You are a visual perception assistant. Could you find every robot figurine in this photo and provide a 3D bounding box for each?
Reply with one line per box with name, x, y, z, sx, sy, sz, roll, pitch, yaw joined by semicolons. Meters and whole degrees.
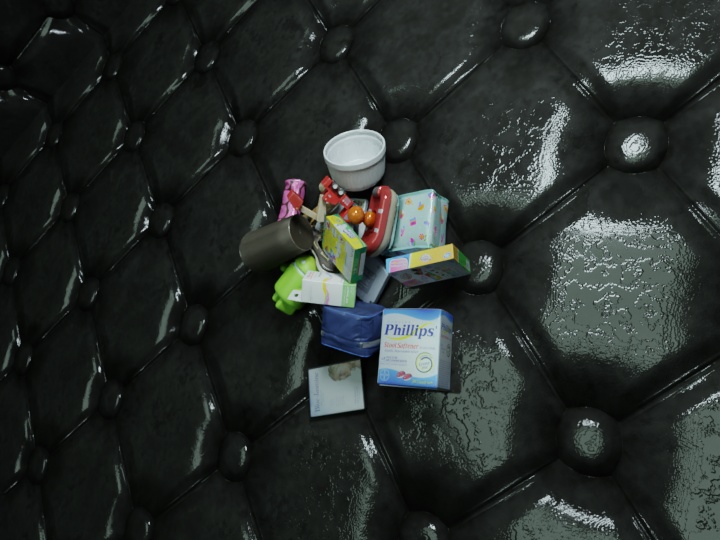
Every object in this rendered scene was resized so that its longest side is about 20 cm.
robot figurine;-0.194;0.038;1.713;0.202;0.114;0.176;-50;36;10

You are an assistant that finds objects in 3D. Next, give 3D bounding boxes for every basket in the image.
basket;-0.249;-0.088;1.683;0.195;0.178;0.141;-19;89;34

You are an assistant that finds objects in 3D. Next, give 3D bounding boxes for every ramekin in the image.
ramekin;-0.012;-0.335;1.672;0.192;0.107;0.204;-7;43;6

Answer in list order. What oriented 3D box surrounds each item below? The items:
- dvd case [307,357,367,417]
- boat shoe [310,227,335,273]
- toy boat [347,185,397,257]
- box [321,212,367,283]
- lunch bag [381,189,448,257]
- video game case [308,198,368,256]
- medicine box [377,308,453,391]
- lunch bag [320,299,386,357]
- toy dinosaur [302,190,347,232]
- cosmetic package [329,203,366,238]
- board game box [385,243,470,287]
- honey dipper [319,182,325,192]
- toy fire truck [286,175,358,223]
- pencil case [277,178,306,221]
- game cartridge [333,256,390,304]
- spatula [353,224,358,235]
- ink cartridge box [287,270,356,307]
dvd case;-0.073;0.350;1.614;0.194;0.017;0.148;-16;70;27
boat shoe;-0.119;-0.072;1.680;0.060;0.070;0.203;-55;40;28
toy boat;0.022;-0.144;1.540;0.130;0.126;0.208;-164;86;-73
box;-0.054;-0.071;1.549;0.200;0.047;0.121;48;140;40
lunch bag;0.144;-0.127;1.557;0.195;0.120;0.178;-1;77;37
video game case;-0.071;-0.134;1.744;0.177;0.022;0.208;7;80;32
medicine box;0.150;0.214;1.469;0.176;0.102;0.208;-2;76;30
lunch bag;-0.027;0.167;1.555;0.194;0.134;0.138;11;104;33
toy dinosaur;-0.111;-0.184;1.673;0.195;0.060;0.110;-25;62;21
cosmetic package;-0.035;-0.156;1.685;0.197;0.050;0.085;29;91;33
board game box;0.186;-0.010;1.479;0.194;0.152;0.042;-12;68;26
honey dipper;-0.091;-0.258;1.717;0.039;0.037;0.199;-61;22;2
toy fire truck;-0.106;-0.196;1.599;0.141;0.199;0.049;-46;24;5
pencil case;-0.233;-0.208;1.819;0.087;0.094;0.208;9;81;-2
game cartridge;0.000;0.000;1.637;0.198;0.040;0.136;38;111;28
spatula;-0.018;-0.084;1.608;0.055;0.020;0.209;7;97;31
ink cartridge box;-0.107;0.050;1.565;0.192;0.117;0.070;6;103;1
